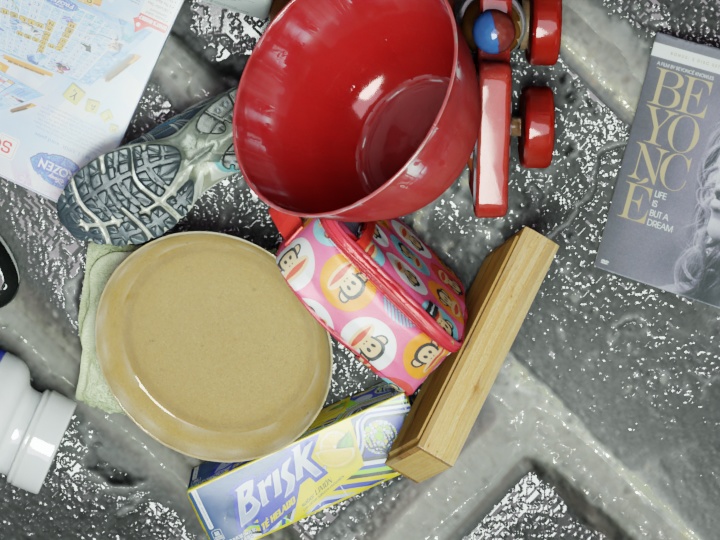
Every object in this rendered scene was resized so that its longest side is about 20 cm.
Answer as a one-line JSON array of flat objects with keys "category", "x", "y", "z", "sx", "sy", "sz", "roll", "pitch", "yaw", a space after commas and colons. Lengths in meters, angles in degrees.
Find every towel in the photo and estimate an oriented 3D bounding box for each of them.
[{"category": "towel", "x": -0.135, "y": 0.053, "z": 1.755, "sx": 0.198, "sy": 0.037, "sz": 0.150, "roll": 3, "pitch": 101, "yaw": -2}]

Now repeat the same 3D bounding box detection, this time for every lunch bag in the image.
[{"category": "lunch bag", "x": 0.000, "y": 0.000, "z": 1.665, "sx": 0.176, "sy": 0.200, "sz": 0.082, "roll": 43, "pitch": 102, "yaw": -8}]

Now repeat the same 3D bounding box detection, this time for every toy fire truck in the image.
[{"category": "toy fire truck", "x": 0.103, "y": -0.151, "z": 1.653, "sx": 0.111, "sy": 0.168, "sz": 0.202, "roll": 2, "pitch": 101, "yaw": -2}]

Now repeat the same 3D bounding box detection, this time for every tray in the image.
[{"category": "tray", "x": 0.087, "y": 0.068, "z": 1.688, "sx": 0.037, "sy": 0.099, "sz": 0.201, "roll": 29, "pitch": 71, "yaw": -7}]

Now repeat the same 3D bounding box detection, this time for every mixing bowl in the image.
[{"category": "mixing bowl", "x": 0.014, "y": -0.115, "z": 1.563, "sx": 0.200, "sy": 0.200, "sz": 0.108, "roll": -50, "pitch": 140, "yaw": 8}]

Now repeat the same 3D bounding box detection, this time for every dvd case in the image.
[{"category": "dvd case", "x": 0.282, "y": -0.077, "z": 1.714, "sx": 0.148, "sy": 0.016, "sz": 0.202, "roll": 19, "pitch": 101, "yaw": 25}]

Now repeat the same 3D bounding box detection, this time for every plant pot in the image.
[{"category": "plant pot", "x": -0.116, "y": 0.058, "z": 1.703, "sx": 0.198, "sy": 0.028, "sz": 0.202, "roll": 5, "pitch": 113, "yaw": 11}]

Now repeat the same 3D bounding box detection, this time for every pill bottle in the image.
[{"category": "pill bottle", "x": -0.337, "y": 0.106, "z": 1.723, "sx": 0.199, "sy": 0.112, "sz": 0.113, "roll": 24, "pitch": 99, "yaw": -6}]

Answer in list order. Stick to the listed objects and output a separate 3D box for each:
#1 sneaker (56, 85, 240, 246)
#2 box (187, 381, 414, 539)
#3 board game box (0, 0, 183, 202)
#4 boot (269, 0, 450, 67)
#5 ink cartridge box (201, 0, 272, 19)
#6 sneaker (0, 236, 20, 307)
[{"category": "sneaker", "x": -0.150, "y": -0.083, "z": 1.701, "sx": 0.199, "sy": 0.086, "sz": 0.078, "roll": -27, "pitch": 102, "yaw": -5}, {"category": "box", "x": -0.042, "y": 0.161, "z": 1.758, "sx": 0.199, "sy": 0.070, "sz": 0.065, "roll": -25, "pitch": 100, "yaw": 4}, {"category": "board game box", "x": -0.268, "y": -0.175, "z": 1.707, "sx": 0.199, "sy": 0.041, "sz": 0.201, "roll": 25, "pitch": 99, "yaw": -6}, {"category": "boot", "x": -0.003, "y": -0.248, "z": 1.682, "sx": 0.154, "sy": 0.076, "sz": 0.202, "roll": -21, "pitch": 65, "yaw": 36}, {"category": "ink cartridge box", "x": -0.084, "y": -0.288, "z": 1.593, "sx": 0.082, "sy": 0.200, "sz": 0.148, "roll": 16, "pitch": 83, "yaw": -3}, {"category": "sneaker", "x": -0.359, "y": -0.039, "z": 1.706, "sx": 0.070, "sy": 0.090, "sz": 0.200, "roll": -42, "pitch": 98, "yaw": 6}]
